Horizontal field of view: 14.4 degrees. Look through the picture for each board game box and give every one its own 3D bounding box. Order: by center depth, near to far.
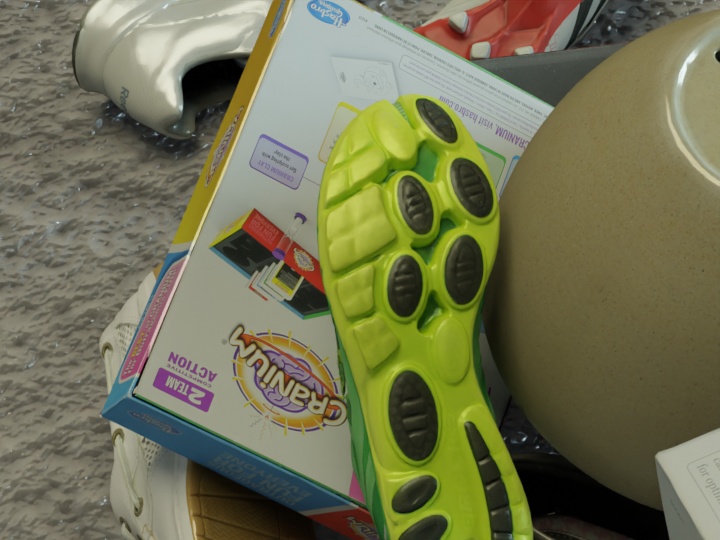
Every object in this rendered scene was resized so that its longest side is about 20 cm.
[{"bbox_3d":[0.000,0.000,1.169,0.152,0.040,0.201,27,68,-13],"label":"board game box"}]

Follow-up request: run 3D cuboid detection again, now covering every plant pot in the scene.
[{"bbox_3d":[0.151,-0.023,1.079,0.199,0.135,0.201,2,58,-3],"label":"plant pot"}]

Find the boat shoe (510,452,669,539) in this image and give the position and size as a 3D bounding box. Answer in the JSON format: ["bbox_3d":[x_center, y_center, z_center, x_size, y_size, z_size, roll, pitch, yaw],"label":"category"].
[{"bbox_3d":[0.131,0.120,1.093,0.199,0.057,0.067,14,49,31],"label":"boat shoe"}]

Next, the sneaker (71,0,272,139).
[{"bbox_3d":[-0.046,-0.132,1.434,0.200,0.075,0.087,-37,56,-13],"label":"sneaker"}]

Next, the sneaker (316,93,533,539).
[{"bbox_3d":[0.017,0.033,1.096,0.074,0.201,0.084,-5,-4,-15],"label":"sneaker"}]

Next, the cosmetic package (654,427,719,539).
[{"bbox_3d":[0.221,0.127,0.946,0.199,0.200,0.123,-20,41,-5],"label":"cosmetic package"}]

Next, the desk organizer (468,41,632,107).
[{"bbox_3d":[0.083,-0.052,1.283,0.199,0.077,0.072,-7,73,-13],"label":"desk organizer"}]

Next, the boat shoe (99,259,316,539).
[{"bbox_3d":[-0.071,0.092,1.190,0.069,0.071,0.201,-39,45,28],"label":"boat shoe"}]

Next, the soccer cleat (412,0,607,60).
[{"bbox_3d":[0.074,-0.116,1.374,0.069,0.085,0.200,39,85,13],"label":"soccer cleat"}]
